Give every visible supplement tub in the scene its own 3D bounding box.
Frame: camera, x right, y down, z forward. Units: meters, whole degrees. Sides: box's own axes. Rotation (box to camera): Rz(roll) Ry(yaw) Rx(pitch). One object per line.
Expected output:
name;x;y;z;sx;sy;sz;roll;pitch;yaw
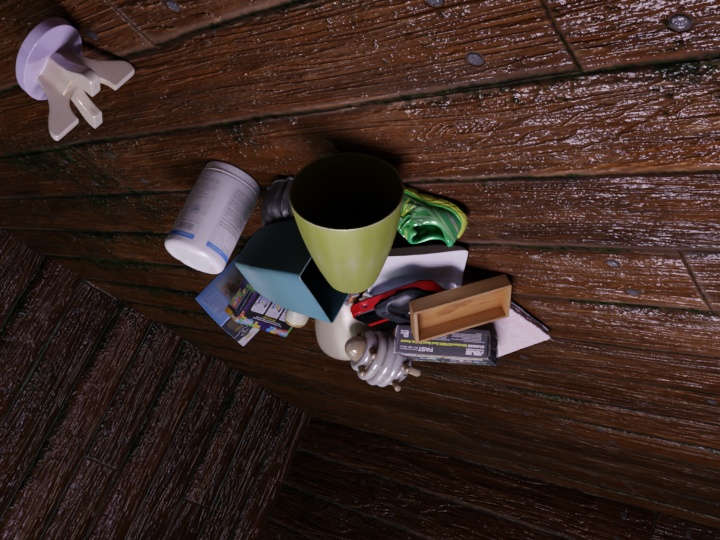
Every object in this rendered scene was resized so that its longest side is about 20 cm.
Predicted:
supplement tub;-0.303;-0.107;1.517;0.131;0.201;0.132;21;160;8

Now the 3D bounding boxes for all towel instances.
towel;0.282;0.123;1.616;0.200;0.032;0.191;34;137;-30

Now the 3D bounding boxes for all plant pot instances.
plant pot;-0.128;-0.011;1.407;0.199;0.142;0.142;9;145;35
plant pot;-0.018;-0.062;1.248;0.186;0.187;0.201;17;141;18

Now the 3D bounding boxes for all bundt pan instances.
bundt pan;-0.113;-0.090;1.474;0.201;0.076;0.202;18;149;11

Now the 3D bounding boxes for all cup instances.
cup;-0.027;0.093;1.778;0.199;0.201;0.144;12;139;29

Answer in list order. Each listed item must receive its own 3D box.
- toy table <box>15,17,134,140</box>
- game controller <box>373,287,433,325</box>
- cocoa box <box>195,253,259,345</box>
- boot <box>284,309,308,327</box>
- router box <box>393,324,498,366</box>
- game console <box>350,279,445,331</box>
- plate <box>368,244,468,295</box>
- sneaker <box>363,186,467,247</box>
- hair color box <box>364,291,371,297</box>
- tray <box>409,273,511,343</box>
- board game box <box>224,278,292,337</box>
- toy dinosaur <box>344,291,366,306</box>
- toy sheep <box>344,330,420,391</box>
toy table;-0.488;-0.320;1.243;0.117;0.184;0.200;42;171;-4
game controller;0.113;0.077;1.513;0.104;0.042;0.200;-36;151;20
cocoa box;-0.297;0.065;1.913;0.133;0.200;0.131;40;172;34
boot;-0.123;0.014;1.722;0.072;0.201;0.155;15;135;0
router box;0.184;0.160;1.566;0.199;0.063;0.150;2;169;17
game console;0.094;0.077;1.585;0.199;0.031;0.177;-20;157;23
plate;0.109;-0.004;1.480;0.198;0.033;0.200;-6;157;2
sneaker;0.084;-0.095;1.284;0.199;0.084;0.074;17;160;21
hair color box;0.053;0.025;1.660;0.199;0.061;0.100;18;156;13
tray;0.197;0.075;1.459;0.199;0.037;0.099;-15;138;-6
board game box;-0.218;0.068;1.839;0.057;0.166;0.200;36;-175;36
toy dinosaur;0.000;0.000;1.534;0.102;0.136;0.200;30;152;-9
toy sheep;0.051;0.205;1.682;0.199;0.138;0.138;29;160;-19
